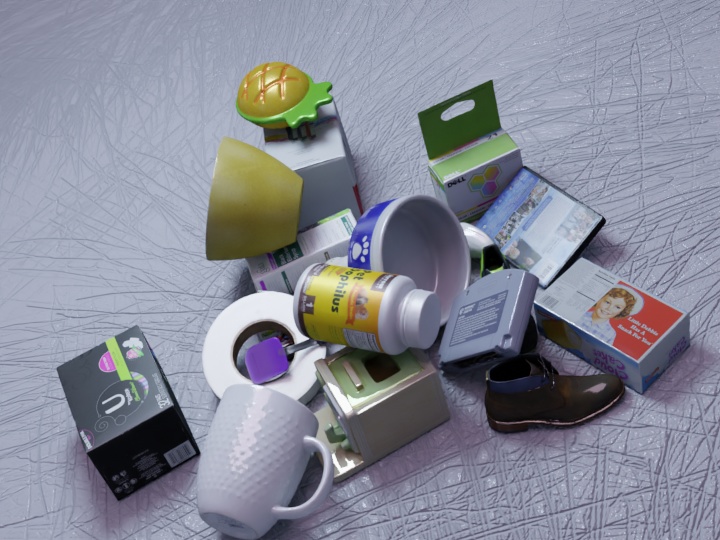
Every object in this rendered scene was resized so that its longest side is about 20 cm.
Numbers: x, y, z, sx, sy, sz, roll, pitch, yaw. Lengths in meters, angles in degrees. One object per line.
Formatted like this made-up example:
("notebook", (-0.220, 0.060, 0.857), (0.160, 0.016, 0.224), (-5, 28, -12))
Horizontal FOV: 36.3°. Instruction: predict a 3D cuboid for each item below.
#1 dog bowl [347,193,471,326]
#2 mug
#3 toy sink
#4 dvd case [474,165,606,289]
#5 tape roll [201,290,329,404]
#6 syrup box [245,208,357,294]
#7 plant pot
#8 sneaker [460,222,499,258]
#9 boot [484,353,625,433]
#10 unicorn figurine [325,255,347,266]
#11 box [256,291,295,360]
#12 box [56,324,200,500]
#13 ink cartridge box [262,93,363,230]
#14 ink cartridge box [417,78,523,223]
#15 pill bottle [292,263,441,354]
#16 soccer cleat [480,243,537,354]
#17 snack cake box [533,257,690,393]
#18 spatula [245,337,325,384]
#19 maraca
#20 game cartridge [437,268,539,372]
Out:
("dog bowl", (0.076, -0.011, 1.676), (0.078, 0.201, 0.201), (-9, 37, 47))
("mug", (-0.128, 0.273, 1.509), (0.196, 0.148, 0.178), (6, 58, 23))
("toy sink", (0.007, 0.183, 1.574), (0.198, 0.113, 0.131), (-28, 41, -8))
("dvd case", (0.283, -0.071, 1.764), (0.143, 0.018, 0.200), (-50, 44, 2))
("tape roll", (-0.146, 0.130, 1.698), (0.198, 0.037, 0.206), (-3, 61, 6))
("syrup box", (-0.087, -0.015, 1.840), (0.197, 0.082, 0.079), (-23, 38, -4))
("plant pot", (-0.167, -0.107, 1.791), (0.139, 0.202, 0.202), (8, 45, -1))
("sneaker", (0.138, -0.038, 1.798), (0.198, 0.071, 0.081), (15, 67, 37))
("boot", (0.264, 0.161, 1.509), (0.196, 0.098, 0.075), (-15, 42, 6))
("unicorn figurine", (0.000, 0.000, 1.739), (0.196, 0.075, 0.138), (-2, 32, 23))
("box", (-0.075, 0.072, 1.779), (0.197, 0.035, 0.111), (-26, 42, -6))
("box", (-0.355, 0.213, 1.676), (0.147, 0.126, 0.201), (-28, 44, -10))
("ink cartridge box", (-0.087, -0.189, 1.974), (0.142, 0.147, 0.202), (-16, 41, 5))
("ink cartridge box", (0.187, -0.192, 1.828), (0.146, 0.202, 0.076), (-24, 41, -5))
("pill bottle", (0.010, 0.056, 1.546), (0.197, 0.110, 0.110), (8, 49, 28))
("soccer cleat", (0.217, 0.043, 1.661), (0.066, 0.082, 0.202), (-17, 42, 2))
("snack cake box", (0.360, 0.075, 1.584), (0.114, 0.068, 0.199), (-37, 45, -21))
("spatula", (-0.080, 0.110, 1.665), (0.197, 0.021, 0.057), (-22, 82, -9))
("maraca", (-0.135, -0.301, 1.918), (0.198, 0.108, 0.138), (20, 62, 37))
("game cartridge", (0.183, 0.069, 1.578), (0.199, 0.040, 0.135), (-26, 45, 62))
